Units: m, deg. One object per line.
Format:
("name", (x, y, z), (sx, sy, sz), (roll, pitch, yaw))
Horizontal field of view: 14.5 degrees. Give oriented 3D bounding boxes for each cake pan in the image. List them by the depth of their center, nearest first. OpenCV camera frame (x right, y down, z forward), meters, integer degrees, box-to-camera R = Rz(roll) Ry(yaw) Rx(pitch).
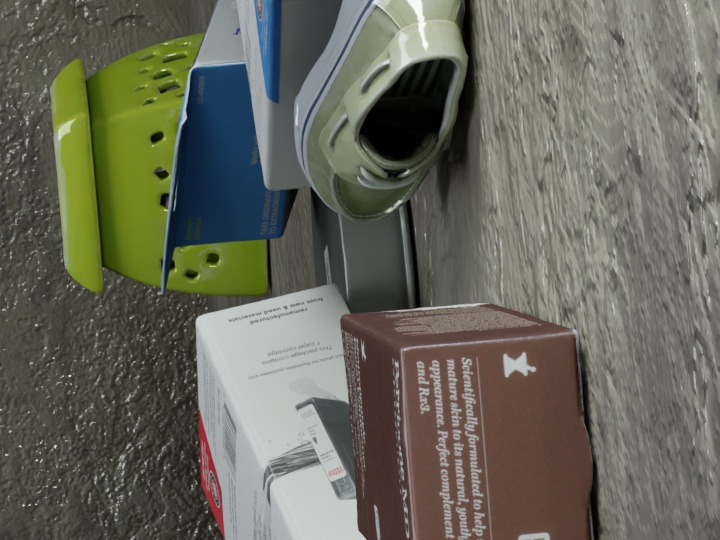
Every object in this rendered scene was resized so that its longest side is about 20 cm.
("cake pan", (0.000, 0.000, 1.601), (0.200, 0.037, 0.200), (175, 90, -84))

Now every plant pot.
("plant pot", (-0.184, -0.093, 2.551), (0.200, 0.181, 0.199), (-108, 14, -68))

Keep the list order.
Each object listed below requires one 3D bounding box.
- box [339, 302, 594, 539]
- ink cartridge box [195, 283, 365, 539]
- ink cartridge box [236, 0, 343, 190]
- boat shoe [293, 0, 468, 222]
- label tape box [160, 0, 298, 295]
("box", (0.040, 0.069, 1.138), (0.200, 0.075, 0.100), (-168, 73, -82))
("ink cartridge box", (-0.017, 0.130, 1.481), (0.144, 0.084, 0.200), (91, 159, -46))
("ink cartridge box", (-0.020, -0.164, 1.434), (0.145, 0.084, 0.200), (94, 168, -51))
("boat shoe", (0.009, -0.071, 1.305), (0.200, 0.072, 0.062), (102, 165, -60))
("label tape box", (-0.058, -0.096, 1.613), (0.143, 0.066, 0.200), (99, -176, -46))
